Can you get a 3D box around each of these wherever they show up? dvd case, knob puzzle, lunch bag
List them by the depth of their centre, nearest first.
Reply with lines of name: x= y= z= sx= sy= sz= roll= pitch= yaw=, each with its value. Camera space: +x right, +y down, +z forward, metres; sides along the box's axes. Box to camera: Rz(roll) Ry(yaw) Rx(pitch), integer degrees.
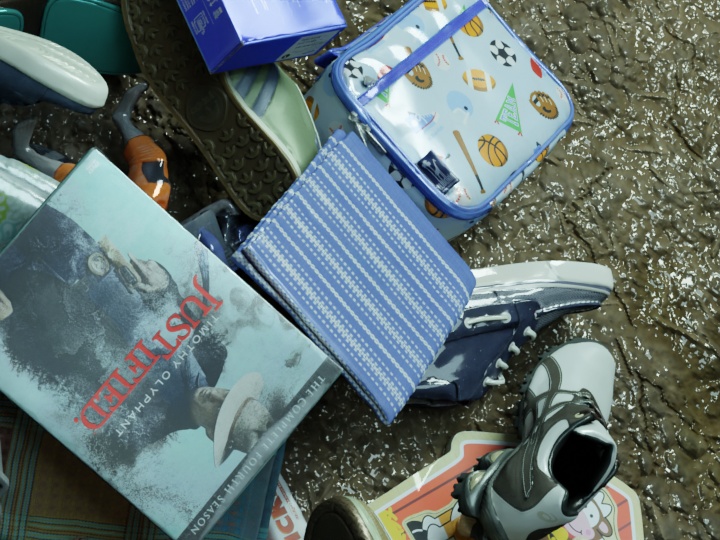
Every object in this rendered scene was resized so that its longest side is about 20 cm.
dvd case: x=-0.129 y=0.047 z=1.343 sx=0.200 sy=0.022 sz=0.146 roll=43 pitch=80 yaw=-10
knob puzzle: x=0.120 y=0.193 z=1.553 sx=0.219 sy=0.030 sz=0.221 roll=11 pitch=63 yaw=-21
lunch bag: x=0.051 y=-0.114 z=1.617 sx=0.160 sy=0.076 sz=0.200 roll=49 pitch=44 yaw=0

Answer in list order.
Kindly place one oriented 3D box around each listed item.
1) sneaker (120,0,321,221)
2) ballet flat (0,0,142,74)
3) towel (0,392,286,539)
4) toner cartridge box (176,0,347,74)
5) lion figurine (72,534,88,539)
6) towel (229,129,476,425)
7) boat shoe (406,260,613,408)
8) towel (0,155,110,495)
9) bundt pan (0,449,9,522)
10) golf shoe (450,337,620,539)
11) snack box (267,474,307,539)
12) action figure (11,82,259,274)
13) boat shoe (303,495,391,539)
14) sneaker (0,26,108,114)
sneaker: x=-0.087 y=-0.125 z=1.543 sx=0.201 sy=0.067 sz=0.090 roll=60 pitch=22 yaw=4
ballet flat: x=-0.226 y=-0.176 z=1.543 sx=0.199 sy=0.068 sz=0.075 roll=0 pitch=42 yaw=-24
towel: x=-0.143 y=0.112 z=1.393 sx=0.199 sy=0.147 sz=0.022 roll=5 pitch=28 yaw=-14
toner cartridge box: x=-0.093 y=-0.231 z=1.501 sx=0.095 sy=0.043 sz=0.201 roll=-14 pitch=75 yaw=-42
lion figurine: x=-0.099 y=0.201 z=1.350 sx=0.122 sy=0.199 sz=0.073 roll=-25 pitch=113 yaw=-70
towel: x=0.000 y=0.000 z=1.461 sx=0.145 sy=0.024 sz=0.200 roll=48 pitch=31 yaw=-7
boat shoe: x=0.089 y=0.047 z=1.589 sx=0.199 sy=0.075 sz=0.093 roll=-4 pitch=79 yaw=-22
towel: x=-0.184 y=0.042 z=1.398 sx=0.199 sy=0.171 sz=0.048 roll=30 pitch=25 yaw=-11
bundt pan: x=-0.298 y=0.096 z=1.309 sx=0.201 sy=0.202 sz=0.076 roll=19 pitch=38 yaw=-17
golf shoe: x=0.144 y=0.115 z=1.530 sx=0.078 sy=0.094 sz=0.200 roll=58 pitch=43 yaw=-22
snack box: x=-0.040 y=0.226 z=1.464 sx=0.072 sy=0.024 sz=0.201 roll=-23 pitch=79 yaw=-34
action figure: x=-0.132 y=-0.023 z=1.517 sx=0.194 sy=0.104 sz=0.200 roll=63 pitch=28 yaw=4
boat shoe: x=0.022 y=0.238 z=1.443 sx=0.076 sy=0.072 sz=0.201 roll=-4 pitch=75 yaw=-45
sneaker: x=-0.257 y=-0.118 z=1.444 sx=0.199 sy=0.075 sz=0.085 roll=20 pitch=99 yaw=13
